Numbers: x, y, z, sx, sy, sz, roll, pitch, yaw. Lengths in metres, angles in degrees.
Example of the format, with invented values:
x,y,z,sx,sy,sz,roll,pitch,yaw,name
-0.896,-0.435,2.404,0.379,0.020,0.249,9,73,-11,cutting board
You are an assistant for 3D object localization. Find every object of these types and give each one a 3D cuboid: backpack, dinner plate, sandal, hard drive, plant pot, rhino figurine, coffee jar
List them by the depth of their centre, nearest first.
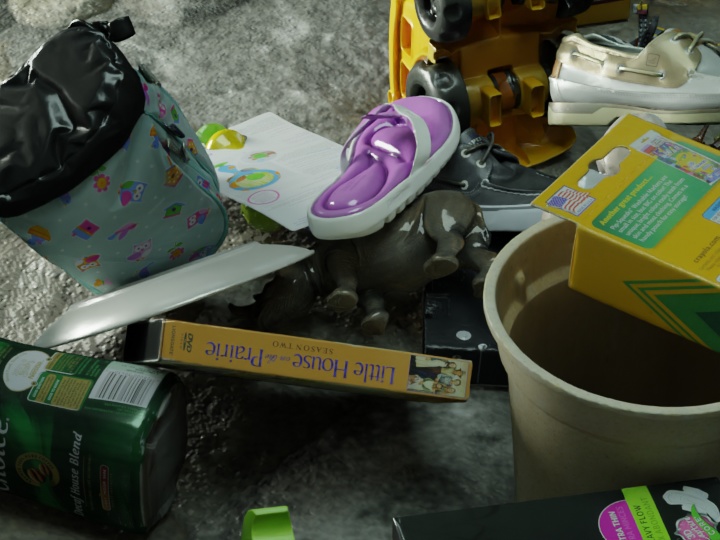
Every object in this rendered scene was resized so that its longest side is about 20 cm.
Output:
x,y,z,sx,sy,sz,roll,pitch,yaw,name
0.170,0.091,1.461,0.200,0.184,0.200,2,38,-2,plant pot
-0.215,0.095,1.494,0.200,0.104,0.085,13,43,13,coffee jar
-0.128,0.012,1.570,0.200,0.024,0.200,-18,2,1,dinner plate
-0.182,-0.065,1.631,0.167,0.200,0.127,-31,59,9,backpack
0.000,0.000,1.637,0.200,0.060,0.087,-17,42,16,rhino figurine
0.018,-0.086,1.651,0.082,0.050,0.203,-4,29,20,sandal
0.143,0.028,1.657,0.200,0.038,0.140,2,38,-1,hard drive

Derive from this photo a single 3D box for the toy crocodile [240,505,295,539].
x,y,z,sx,sy,sz,roll,pitch,yaw,name
-0.050,0.222,1.378,0.067,0.062,0.200,3,39,0,toy crocodile

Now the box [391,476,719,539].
x,y,z,sx,sy,sz,roll,pitch,yaw,name
0.126,0.220,1.343,0.200,0.124,0.149,-6,39,-10,box

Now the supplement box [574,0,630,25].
x,y,z,sx,sy,sz,roll,pitch,yaw,name
0.142,-0.339,1.990,0.133,0.200,0.197,-9,40,-15,supplement box

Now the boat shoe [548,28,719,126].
x,y,z,sx,sy,sz,roll,pitch,yaw,name
0.222,-0.136,1.649,0.200,0.068,0.075,2,3,30,boat shoe

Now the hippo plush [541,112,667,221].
x,y,z,sx,sy,sz,roll,pitch,yaw,name
0.208,0.003,1.585,0.161,0.159,0.200,39,5,15,hippo plush

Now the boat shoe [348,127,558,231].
x,y,z,sx,sy,sz,roll,pitch,yaw,name
0.075,-0.072,1.718,0.200,0.066,0.070,9,20,35,boat shoe

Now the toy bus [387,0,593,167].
x,y,z,sx,sy,sz,roll,pitch,yaw,name
0.082,-0.200,1.822,0.136,0.200,0.192,-13,33,-20,toy bus

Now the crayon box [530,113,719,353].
x,y,z,sx,sy,sz,roll,pitch,yaw,name
0.215,-0.013,1.407,0.200,0.052,0.126,25,43,24,crayon box

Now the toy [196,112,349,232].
x,y,z,sx,sy,sz,roll,pitch,yaw,name
-0.057,-0.060,1.729,0.115,0.047,0.200,-22,33,-29,toy

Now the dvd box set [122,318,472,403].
x,y,z,sx,sy,sz,roll,pitch,yaw,name
-0.044,0.059,1.512,0.200,0.029,0.146,8,-4,-13,dvd box set

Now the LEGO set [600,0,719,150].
x,y,z,sx,sy,sz,roll,pitch,yaw,name
0.260,-0.101,1.737,0.200,0.154,0.116,24,25,14,LEGO set
